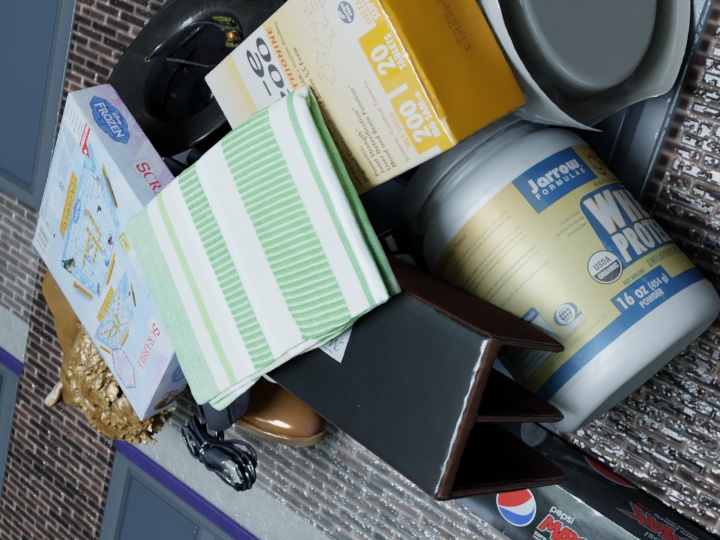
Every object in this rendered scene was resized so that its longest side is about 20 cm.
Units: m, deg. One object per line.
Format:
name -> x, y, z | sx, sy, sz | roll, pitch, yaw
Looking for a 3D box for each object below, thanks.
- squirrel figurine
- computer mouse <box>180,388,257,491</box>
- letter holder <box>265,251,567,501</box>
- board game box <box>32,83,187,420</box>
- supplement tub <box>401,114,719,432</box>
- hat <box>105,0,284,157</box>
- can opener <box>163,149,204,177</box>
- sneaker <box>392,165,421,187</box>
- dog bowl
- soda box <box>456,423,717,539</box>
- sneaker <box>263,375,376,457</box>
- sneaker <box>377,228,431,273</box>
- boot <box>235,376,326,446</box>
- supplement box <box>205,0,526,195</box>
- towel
squirrel figurine -> -0.256, 0.083, 0.995 | 0.188, 0.140, 0.201 | -64, 31, 33
computer mouse -> -0.124, 0.078, 0.861 | 0.138, 0.052, 0.202 | 15, 98, 60
letter holder -> 0.045, 0.057, 0.673 | 0.199, 0.141, 0.102 | 28, 105, 45
board game box -> -0.191, -0.009, 0.822 | 0.200, 0.041, 0.200 | 54, 141, 16
supplement tub -> 0.134, -0.006, 0.708 | 0.201, 0.144, 0.145 | 52, 123, 18
hat -> -0.138, -0.165, 0.910 | 0.199, 0.081, 0.202 | -12, 56, 18
can opener -> -0.126, -0.076, 0.920 | 0.200, 0.063, 0.080 | 34, 125, 57
sneaker -> 0.032, -0.144, 0.692 | 0.077, 0.075, 0.202 | -132, 28, -56
dog bowl -> 0.134, -0.188, 0.657 | 0.058, 0.199, 0.203 | -1, 97, 51
soda box -> 0.163, 0.185, 0.760 | 0.199, 0.070, 0.064 | 31, 115, 29
sneaker -> 0.003, 0.110, 0.845 | 0.198, 0.081, 0.089 | 16, 113, 17
sneaker -> 0.000, 0.000, 0.790 | 0.088, 0.198, 0.076 | -62, 34, 25
boot -> -0.087, 0.052, 0.929 | 0.200, 0.076, 0.157 | 41, 121, 38
supplement box -> -0.006, -0.116, 0.647 | 0.199, 0.073, 0.127 | -22, 98, 56
towel -> -0.072, -0.008, 0.659 | 0.199, 0.023, 0.154 | -32, 78, 40
